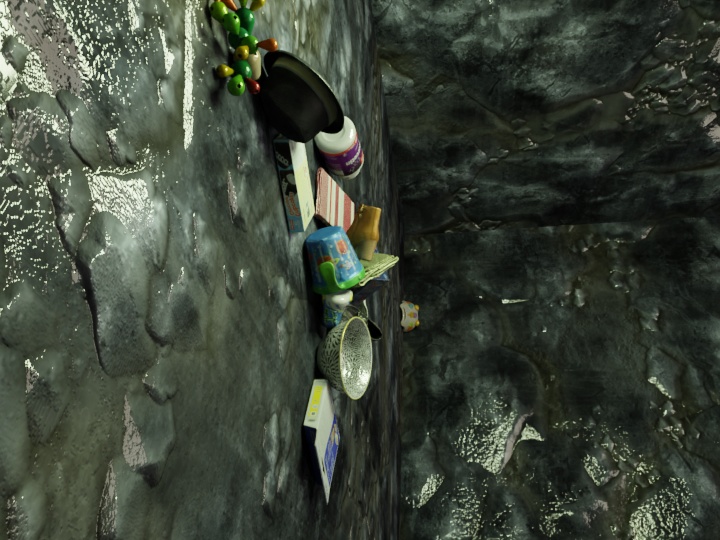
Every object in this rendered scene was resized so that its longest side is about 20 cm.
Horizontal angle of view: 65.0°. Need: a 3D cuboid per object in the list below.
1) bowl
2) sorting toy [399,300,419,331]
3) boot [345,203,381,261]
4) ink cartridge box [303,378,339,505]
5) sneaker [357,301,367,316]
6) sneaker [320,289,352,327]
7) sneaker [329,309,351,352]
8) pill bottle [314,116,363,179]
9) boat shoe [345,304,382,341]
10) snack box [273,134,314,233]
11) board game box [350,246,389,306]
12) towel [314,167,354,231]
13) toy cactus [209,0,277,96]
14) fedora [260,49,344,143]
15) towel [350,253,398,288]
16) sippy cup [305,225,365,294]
[{"bbox_3d":[-0.049,0.218,1.417,0.200,0.093,0.203,-3,90,-66],"label":"bowl"},{"bbox_3d":[0.296,0.288,3.636,0.180,0.106,0.202,14,72,-60],"label":"sorting toy"},{"bbox_3d":[-0.011,-0.101,1.477,0.201,0.070,0.146,6,-96,58],"label":"boot"},{"bbox_3d":[-0.092,0.395,1.314,0.201,0.046,0.199,-75,161,-58],"label":"ink cartridge box"},{"bbox_3d":[-0.010,0.132,1.815,0.080,0.073,0.201,84,8,-51],"label":"sneaker"},{"bbox_3d":[-0.062,0.097,1.409,0.200,0.075,0.106,-139,-128,-83],"label":"sneaker"},{"bbox_3d":[-0.045,0.215,1.568,0.115,0.075,0.201,-79,161,-49],"label":"sneaker"},{"bbox_3d":[-0.053,-0.331,1.559,0.200,0.111,0.114,60,28,-69],"label":"pill bottle"},{"bbox_3d":[-0.001,0.155,1.685,0.200,0.056,0.069,40,69,-46],"label":"boat shoe"},{"bbox_3d":[-0.140,-0.196,1.217,0.116,0.037,0.202,-74,159,-63],"label":"snack box"},{"bbox_3d":[-0.010,0.009,1.696,0.200,0.061,0.201,-56,-139,41],"label":"board game box"},{"bbox_3d":[-0.068,-0.168,1.541,0.200,0.023,0.145,42,44,-55],"label":"towel"},{"bbox_3d":[-0.181,-0.363,0.904,0.165,0.101,0.202,90,-10,-80],"label":"toy cactus"},{"bbox_3d":[-0.127,-0.315,1.081,0.092,0.200,0.201,-54,157,-16],"label":"fedora"},{"bbox_3d":[0.000,0.000,1.482,0.200,0.148,0.037,7,-57,63],"label":"towel"},{"bbox_3d":[-0.070,-0.032,1.356,0.177,0.139,0.131,16,-52,57],"label":"sippy cup"}]
